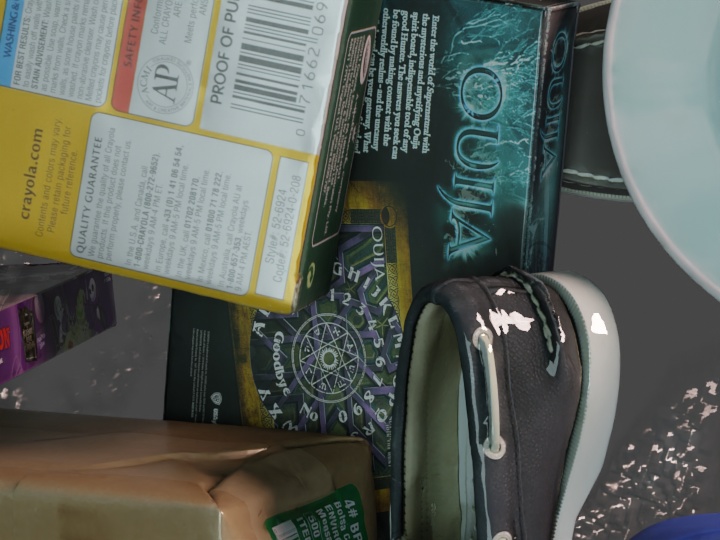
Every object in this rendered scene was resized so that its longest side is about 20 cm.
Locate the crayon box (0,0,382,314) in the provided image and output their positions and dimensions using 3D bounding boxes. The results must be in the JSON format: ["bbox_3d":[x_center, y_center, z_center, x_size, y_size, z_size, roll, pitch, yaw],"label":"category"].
[{"bbox_3d":[-0.099,-0.071,0.910,0.200,0.052,0.126,13,101,11],"label":"crayon box"}]

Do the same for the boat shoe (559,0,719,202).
[{"bbox_3d":[0.129,-0.057,0.916,0.201,0.061,0.072,-2,97,10],"label":"boat shoe"}]

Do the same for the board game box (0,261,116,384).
[{"bbox_3d":[-0.162,0.021,0.908,0.120,0.200,0.032,-6,96,10],"label":"board game box"}]

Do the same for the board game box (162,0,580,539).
[{"bbox_3d":[0.000,0.000,0.941,0.135,0.028,0.200,11,104,25],"label":"board game box"}]

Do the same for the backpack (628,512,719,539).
[{"bbox_3d":[0.140,0.184,0.897,0.162,0.168,0.200,8,93,3],"label":"backpack"}]

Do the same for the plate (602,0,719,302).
[{"bbox_3d":[0.176,-0.063,0.866,0.200,0.026,0.201,-3,72,11],"label":"plate"}]

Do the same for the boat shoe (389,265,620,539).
[{"bbox_3d":[0.032,0.097,0.879,0.060,0.076,0.200,0,97,-33],"label":"boat shoe"}]

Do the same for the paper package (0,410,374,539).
[{"bbox_3d":[-0.092,0.156,0.931,0.190,0.103,0.200,2,100,26],"label":"paper package"}]
